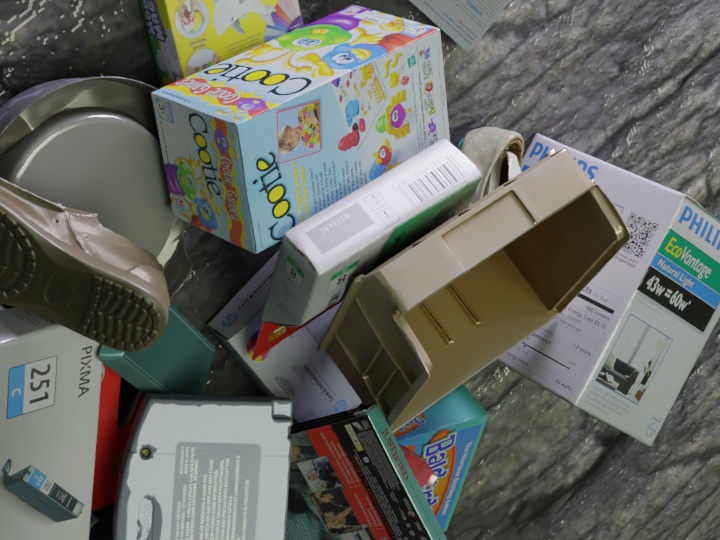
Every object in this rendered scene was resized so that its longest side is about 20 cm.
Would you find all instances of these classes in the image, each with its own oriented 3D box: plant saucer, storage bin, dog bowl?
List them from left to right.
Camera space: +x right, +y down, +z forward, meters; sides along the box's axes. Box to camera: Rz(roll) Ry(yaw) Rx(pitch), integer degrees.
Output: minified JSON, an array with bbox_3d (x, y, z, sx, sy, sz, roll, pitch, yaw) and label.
[{"bbox_3d":[-0.208,-0.050,1.217,0.199,0.059,0.202,-14,115,-32],"label":"dog bowl"},{"bbox_3d":[-0.150,0.061,1.252,0.200,0.019,0.070,58,49,-69],"label":"plant saucer"},{"bbox_3d":[0.085,0.018,1.272,0.199,0.199,0.094,-33,80,-21],"label":"storage bin"}]

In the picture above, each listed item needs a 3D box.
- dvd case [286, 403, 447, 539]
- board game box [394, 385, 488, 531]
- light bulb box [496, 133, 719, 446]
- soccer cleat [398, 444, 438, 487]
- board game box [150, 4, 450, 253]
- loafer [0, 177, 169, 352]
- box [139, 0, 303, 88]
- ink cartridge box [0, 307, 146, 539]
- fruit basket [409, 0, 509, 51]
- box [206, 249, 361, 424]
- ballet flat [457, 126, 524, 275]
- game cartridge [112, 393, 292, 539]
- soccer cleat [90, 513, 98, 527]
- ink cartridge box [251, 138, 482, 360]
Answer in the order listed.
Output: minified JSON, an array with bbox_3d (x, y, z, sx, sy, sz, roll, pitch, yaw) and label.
[{"bbox_3d":[-0.033,0.191,1.334,0.022,0.199,0.147,-41,107,-50],"label":"dvd case"},{"bbox_3d":[0.006,0.190,1.449,0.199,0.045,0.153,-13,134,-33],"label":"board game box"},{"bbox_3d":[0.205,0.014,1.459,0.124,0.198,0.201,28,91,-42],"label":"light bulb box"},{"bbox_3d":[-0.007,0.213,1.383,0.200,0.076,0.067,-56,179,40],"label":"soccer cleat"},{"bbox_3d":[-0.041,-0.110,1.223,0.199,0.103,0.106,-29,126,-34],"label":"board game box"},{"bbox_3d":[-0.219,-0.012,1.128,0.199,0.068,0.076,32,116,-7],"label":"loafer"},{"bbox_3d":[-0.102,-0.187,1.251,0.117,0.048,0.201,-26,119,-28],"label":"box"},{"bbox_3d":[-0.209,0.113,1.203,0.175,0.045,0.202,-17,124,-43],"label":"ink cartridge box"},{"bbox_3d":[0.093,-0.307,1.339,0.200,0.094,0.185,-49,130,9],"label":"fruit basket"},{"bbox_3d":[-0.015,0.029,1.403,0.200,0.041,0.156,-48,129,-13],"label":"box"},{"bbox_3d":[0.109,-0.027,1.421,0.067,0.062,0.202,10,82,-55],"label":"ballet flat"},{"bbox_3d":[-0.122,0.194,1.254,0.132,0.042,0.202,4,95,-9],"label":"game cartridge"},{"bbox_3d":[-0.244,0.127,1.259,0.077,0.069,0.201,-24,126,-36],"label":"soccer cleat"},{"bbox_3d":[0.000,0.000,1.269,0.160,0.050,0.200,-32,159,-26],"label":"ink cartridge box"}]
